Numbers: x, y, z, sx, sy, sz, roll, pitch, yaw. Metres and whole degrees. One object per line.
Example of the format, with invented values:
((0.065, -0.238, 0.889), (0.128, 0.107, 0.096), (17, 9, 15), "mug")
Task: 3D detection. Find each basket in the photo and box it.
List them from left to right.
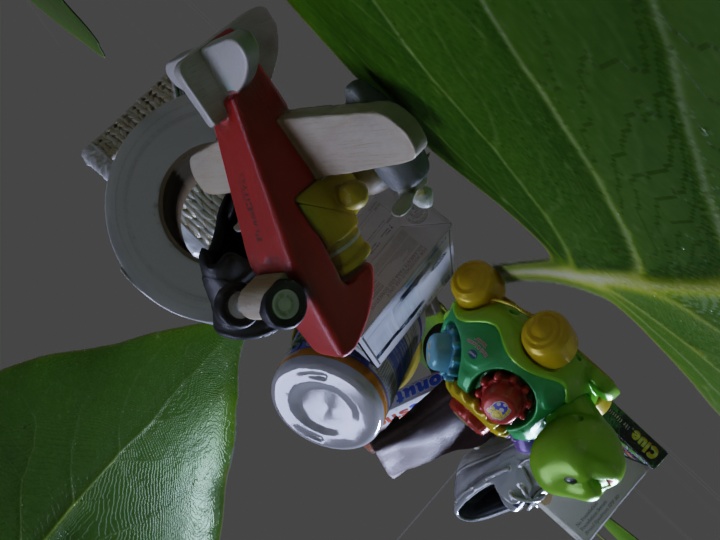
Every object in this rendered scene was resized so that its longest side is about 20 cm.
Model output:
((-0.214, -0.117, 1.511), (0.200, 0.161, 0.198), (45, 175, -40), "basket")

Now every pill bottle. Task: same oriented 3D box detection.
((-0.001, 0.066, 1.147), (0.111, 0.200, 0.113), (12, 131, 14), "pill bottle")

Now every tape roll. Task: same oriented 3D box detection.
((-0.120, -0.051, 1.067), (0.203, 0.203, 0.139), (42, 175, 1), "tape roll")

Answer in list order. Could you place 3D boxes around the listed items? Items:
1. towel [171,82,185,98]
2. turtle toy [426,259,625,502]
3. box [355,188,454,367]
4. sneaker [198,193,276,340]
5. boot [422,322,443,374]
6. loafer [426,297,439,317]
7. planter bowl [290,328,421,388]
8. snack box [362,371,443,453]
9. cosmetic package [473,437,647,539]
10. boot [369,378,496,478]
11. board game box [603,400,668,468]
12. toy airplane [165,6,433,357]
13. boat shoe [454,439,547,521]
((-0.140, -0.122, 1.286), (0.200, 0.031, 0.149), (58, -174, -31), "towel")
((0.127, 0.090, 0.897), (0.200, 0.101, 0.146), (39, 175, 38), "turtle toy")
((0.020, 0.008, 0.968), (0.060, 0.117, 0.200), (38, 174, 10), "box")
((-0.064, -0.045, 0.907), (0.075, 0.201, 0.091), (3, 138, 22), "sneaker")
((0.150, 0.143, 1.494), (0.200, 0.068, 0.131), (44, -179, -4), "boot")
((0.000, 0.000, 1.305), (0.200, 0.068, 0.076), (37, 177, -15), "loafer")
((0.014, 0.093, 1.447), (0.083, 0.201, 0.200), (25, -171, -45), "planter bowl")
((0.081, 0.149, 1.350), (0.072, 0.199, 0.024), (47, -157, -47), "snack box")
((0.188, 0.179, 1.236), (0.200, 0.105, 0.071), (40, 174, 9), "cosmetic package")
((0.086, 0.129, 1.097), (0.073, 0.166, 0.200), (60, 175, 25), "boot")
((0.211, 0.132, 1.097), (0.105, 0.023, 0.200), (44, 176, 0), "board game box")
((-0.039, -0.071, 0.753), (0.200, 0.141, 0.200), (49, 142, 30), "toy airplane")
((0.151, 0.195, 1.119), (0.072, 0.069, 0.200), (33, 146, -23), "boat shoe")
